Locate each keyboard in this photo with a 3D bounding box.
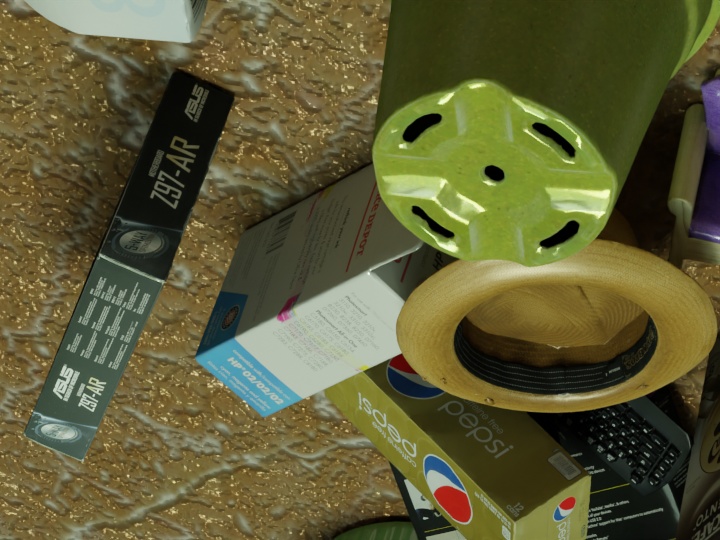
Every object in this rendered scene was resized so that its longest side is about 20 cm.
[{"bbox_3d":[0.113,0.074,1.691,0.200,0.040,0.104,42,147,13],"label":"keyboard"}]

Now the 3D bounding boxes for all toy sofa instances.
[{"bbox_3d":[0.278,-0.040,1.541,0.199,0.083,0.098,12,140,7],"label":"toy sofa"}]

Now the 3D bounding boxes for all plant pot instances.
[{"bbox_3d":[0.087,-0.111,1.454,0.199,0.185,0.201,10,138,9],"label":"plant pot"}]

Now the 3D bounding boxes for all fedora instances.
[{"bbox_3d":[0.112,0.010,1.560,0.199,0.082,0.201,0,150,0],"label":"fedora"}]

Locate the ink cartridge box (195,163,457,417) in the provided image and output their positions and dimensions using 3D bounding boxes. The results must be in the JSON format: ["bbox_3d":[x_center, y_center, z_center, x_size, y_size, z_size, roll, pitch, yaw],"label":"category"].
[{"bbox_3d":[0.000,0.000,1.655,0.199,0.116,0.068,-27,122,39],"label":"ink cartridge box"}]

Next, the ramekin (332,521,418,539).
[{"bbox_3d":[0.040,0.272,1.951,0.199,0.098,0.201,10,138,9],"label":"ramekin"}]

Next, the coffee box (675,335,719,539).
[{"bbox_3d":[0.258,0.107,1.618,0.080,0.201,0.113,29,137,-13],"label":"coffee box"}]

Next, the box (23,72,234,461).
[{"bbox_3d":[-0.144,-0.001,1.673,0.043,0.161,0.200,23,139,-6],"label":"box"}]

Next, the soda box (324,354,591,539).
[{"bbox_3d":[0.058,0.103,1.705,0.200,0.064,0.068,44,152,34],"label":"soda box"}]

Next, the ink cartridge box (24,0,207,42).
[{"bbox_3d":[-0.195,-0.211,1.547,0.199,0.047,0.161,4,137,12],"label":"ink cartridge box"}]

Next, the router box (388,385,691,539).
[{"bbox_3d":[0.131,0.159,1.785,0.199,0.051,0.150,-16,98,33],"label":"router box"}]
